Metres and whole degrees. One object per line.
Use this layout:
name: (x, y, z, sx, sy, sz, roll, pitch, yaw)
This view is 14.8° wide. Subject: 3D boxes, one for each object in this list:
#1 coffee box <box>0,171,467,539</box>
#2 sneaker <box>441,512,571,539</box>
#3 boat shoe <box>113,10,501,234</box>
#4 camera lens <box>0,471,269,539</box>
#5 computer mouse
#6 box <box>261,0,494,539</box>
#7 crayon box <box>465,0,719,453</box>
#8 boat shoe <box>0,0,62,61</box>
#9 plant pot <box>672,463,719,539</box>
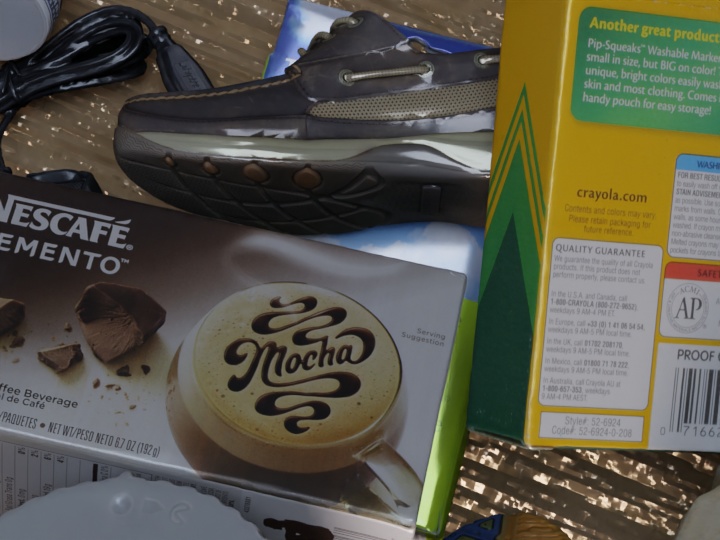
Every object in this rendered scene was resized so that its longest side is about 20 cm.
coffee box: (-0.070, 0.045, 1.043, 0.199, 0.080, 0.113, 13, 58, 2)
sneaker: (0.051, 0.188, 1.069, 0.075, 0.088, 0.200, -4, 44, 15)
boat shoe: (0.002, -0.059, 1.094, 0.199, 0.075, 0.074, 2, 68, -6)
camera lens: (-0.072, 0.188, 1.007, 0.159, 0.200, 0.160, -6, 54, 8)
computer mouse: (-0.106, -0.011, 1.146, 0.140, 0.046, 0.200, -27, 66, 1)
box: (0.000, 0.000, 1.134, 0.122, 0.048, 0.201, 14, 78, 5)
crayon box: (0.113, -0.033, 1.044, 0.125, 0.052, 0.201, 4, 94, -27)
boat shoe: (-0.218, -0.128, 1.171, 0.199, 0.074, 0.065, 7, 48, 9)
plant pot: (0.201, 0.159, 1.030, 0.183, 0.200, 0.201, 19, 79, 18)
